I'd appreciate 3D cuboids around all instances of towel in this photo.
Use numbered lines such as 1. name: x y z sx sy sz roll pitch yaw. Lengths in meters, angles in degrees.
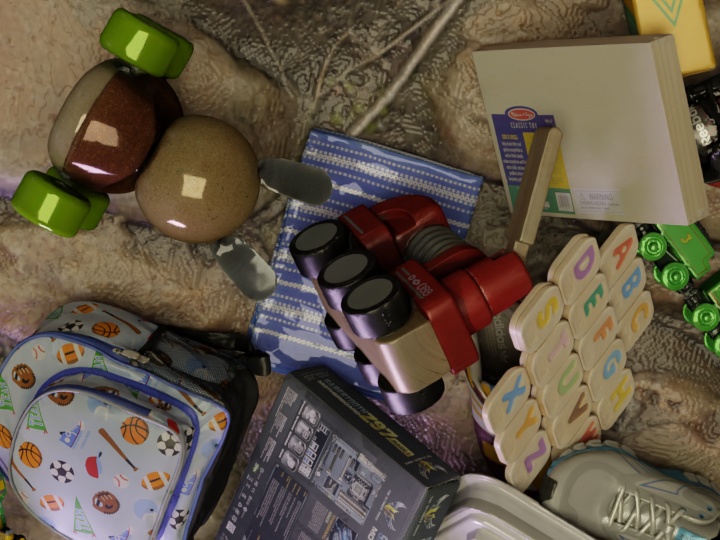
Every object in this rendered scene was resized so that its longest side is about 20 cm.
1. towel: 0.000 0.000 1.476 0.144 0.024 0.201 16 106 -2

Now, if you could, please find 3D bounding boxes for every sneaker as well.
1. sneaker: 0.284 -0.118 1.345 0.200 0.098 0.071 -41 67 48
2. sneaker: 0.117 0.104 1.463 0.075 0.090 0.201 -18 103 8
3. sneaker: 0.228 0.186 1.440 0.199 0.087 0.075 14 102 -31

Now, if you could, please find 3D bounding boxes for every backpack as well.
1. backpack: -0.197 0.124 1.460 0.190 0.154 0.200 27 111 11

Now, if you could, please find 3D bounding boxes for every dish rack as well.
1. dish rack: 0.138 0.238 1.465 0.200 0.172 0.044 31 64 -6

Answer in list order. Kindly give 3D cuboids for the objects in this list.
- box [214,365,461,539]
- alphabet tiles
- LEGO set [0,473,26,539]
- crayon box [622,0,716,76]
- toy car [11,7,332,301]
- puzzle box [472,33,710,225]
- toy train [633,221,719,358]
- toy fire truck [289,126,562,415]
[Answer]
1. box: -0.026 0.200 1.468 0.158 0.051 0.200 37 117 30
2. alphabet tiles: 0.161 0.067 1.404 0.015 0.196 0.200 23 151 34
3. LEGO set: -0.363 0.213 1.466 0.200 0.116 0.154 18 119 42
4. crayon box: 0.212 -0.216 1.351 0.051 0.126 0.201 -12 105 6
5. toy car: -0.127 -0.073 1.388 0.200 0.158 0.165 30 96 0
6. puzzle box: 0.164 -0.103 1.363 0.025 0.200 0.133 -24 107 -31
7. toy train: 0.284 0.031 1.461 0.056 0.042 0.200 -39 100 2
8. toy fire truck: 0.064 -0.018 1.375 0.200 0.176 0.129 -29 119 -8
